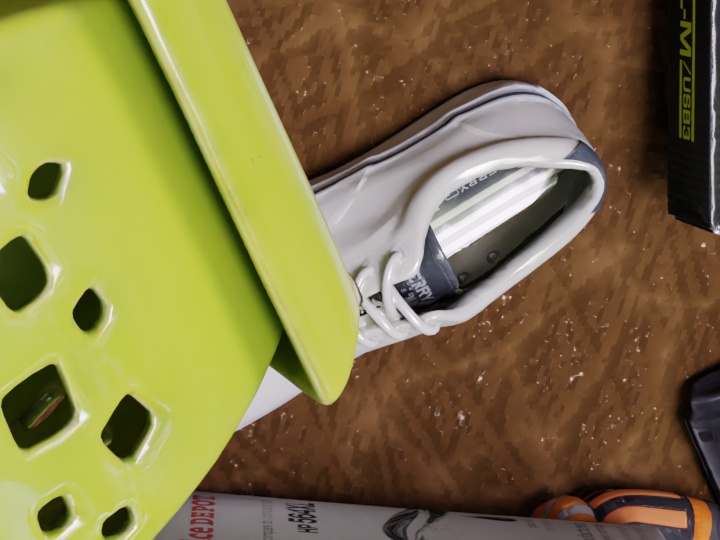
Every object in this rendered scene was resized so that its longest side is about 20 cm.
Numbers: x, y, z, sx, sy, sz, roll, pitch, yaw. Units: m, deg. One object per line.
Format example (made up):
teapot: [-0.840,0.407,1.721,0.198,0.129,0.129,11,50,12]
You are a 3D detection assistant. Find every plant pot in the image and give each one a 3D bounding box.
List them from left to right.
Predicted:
plant pot: [-0.123,-0.018,0.960,0.181,0.199,0.201,-31,117,-14]

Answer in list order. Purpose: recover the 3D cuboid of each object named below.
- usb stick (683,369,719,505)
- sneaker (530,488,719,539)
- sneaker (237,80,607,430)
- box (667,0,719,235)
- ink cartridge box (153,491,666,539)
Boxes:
usb stick: [0.188,0.121,1.216,0.055,0.033,0.201,-19,118,14]
sneaker: [0.119,0.185,1.191,0.111,0.078,0.201,0,110,-20]
sneaker: [0.000,0.000,1.079,0.200,0.071,0.073,-37,118,-4]
box: [0.212,-0.117,1.115,0.199,0.047,0.194,-4,103,-19]
ink cartridge box: [0.015,0.137,1.060,0.199,0.146,0.085,5,97,-4]
